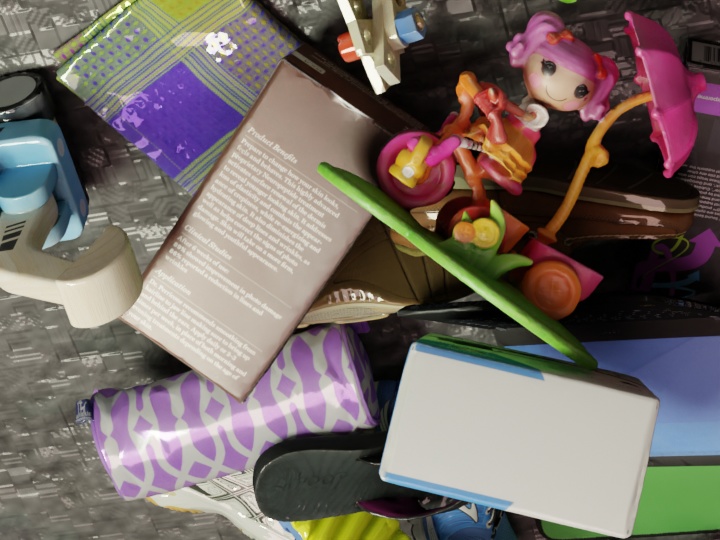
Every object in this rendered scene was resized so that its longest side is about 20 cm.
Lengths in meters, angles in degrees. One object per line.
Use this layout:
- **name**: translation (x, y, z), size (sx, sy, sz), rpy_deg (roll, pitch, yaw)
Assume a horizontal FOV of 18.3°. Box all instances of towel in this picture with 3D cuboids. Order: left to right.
- **towel**: translation (-0.083, -0.101, 1.432), size (0.144, 0.023, 0.200), rpy_deg (-31, 118, 29)

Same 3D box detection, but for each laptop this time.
- **laptop**: translation (0.149, 0.075, 1.453), size (0.177, 0.104, 0.200), rpy_deg (-5, 172, 31)

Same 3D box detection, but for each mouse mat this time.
- **mouse mat**: translation (0.190, 0.117, 1.577), size (0.161, 0.008, 0.200), rpy_deg (-5, 127, 12)

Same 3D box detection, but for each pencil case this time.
- **pencil case**: translation (-0.085, 0.093, 1.513), size (0.200, 0.086, 0.084), rpy_deg (-15, 130, 6)

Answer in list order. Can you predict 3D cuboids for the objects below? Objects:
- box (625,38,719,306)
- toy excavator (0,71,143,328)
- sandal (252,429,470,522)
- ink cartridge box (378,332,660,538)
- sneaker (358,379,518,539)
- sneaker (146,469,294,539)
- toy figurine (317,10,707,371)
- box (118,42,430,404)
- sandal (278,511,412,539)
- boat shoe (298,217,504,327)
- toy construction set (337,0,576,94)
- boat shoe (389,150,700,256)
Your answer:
- **box**: translation (0.255, -0.045, 1.422), size (0.143, 0.036, 0.200), rpy_deg (11, 128, 2)
- **toy excavator**: translation (-0.218, -0.030, 1.392), size (0.194, 0.200, 0.100), rpy_deg (-6, 128, 13)
- **sandal**: translation (0.030, 0.139, 1.483), size (0.200, 0.048, 0.075), rpy_deg (-10, 123, -8)
- **ink cartridge box**: translation (0.095, 0.093, 1.326), size (0.144, 0.200, 0.084), rpy_deg (13, 91, 4)
- **sneaker**: translation (0.076, 0.153, 1.576), size (0.089, 0.079, 0.200), rpy_deg (-18, 124, 23)
- **sneaker**: translation (-0.070, 0.139, 1.586), size (0.200, 0.076, 0.088), rpy_deg (14, 129, -4)
- **toy figurine**: translation (0.107, -0.073, 1.291), size (0.200, 0.150, 0.184), rpy_deg (35, 93, -6)
- **box**: translation (-0.054, -0.030, 1.385), size (0.100, 0.075, 0.200), rpy_deg (35, 109, 0)
- **sandal**: translation (0.002, 0.202, 1.548), size (0.200, 0.079, 0.087), rpy_deg (47, 147, 1)
- **boat shoe**: translation (0.000, 0.000, 1.477), size (0.200, 0.065, 0.072), rpy_deg (-12, 82, -1)
- **toy construction set**: translation (0.068, -0.191, 1.304), size (0.200, 0.092, 0.131), rpy_deg (-24, 122, 11)
- **boat shoe**: translation (0.114, -0.034, 1.406), size (0.200, 0.072, 0.068), rpy_deg (8, 106, 22)
